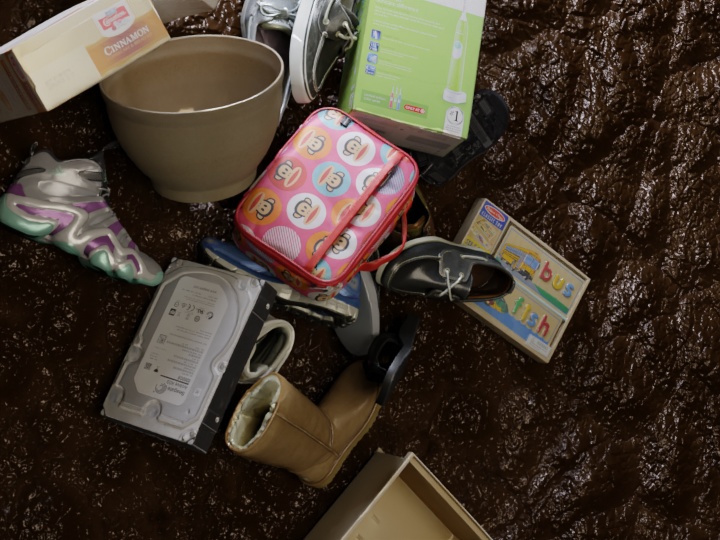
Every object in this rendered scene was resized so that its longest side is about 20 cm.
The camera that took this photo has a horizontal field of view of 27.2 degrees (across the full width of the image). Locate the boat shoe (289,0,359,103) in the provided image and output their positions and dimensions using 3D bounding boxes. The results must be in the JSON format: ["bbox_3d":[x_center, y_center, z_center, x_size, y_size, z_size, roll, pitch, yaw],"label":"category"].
[{"bbox_3d":[-0.036,-0.288,1.735,0.064,0.071,0.200,7,75,16],"label":"boat shoe"}]

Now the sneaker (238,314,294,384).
[{"bbox_3d":[-0.167,0.111,1.686,0.200,0.116,0.074,-39,110,-19],"label":"sneaker"}]

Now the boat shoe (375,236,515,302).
[{"bbox_3d":[0.104,0.005,1.795,0.200,0.068,0.072,3,119,-42],"label":"boat shoe"}]

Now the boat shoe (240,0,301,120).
[{"bbox_3d":[-0.102,-0.258,1.738,0.074,0.065,0.202,14,84,-28],"label":"boat shoe"}]

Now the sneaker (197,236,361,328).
[{"bbox_3d":[-0.092,-0.002,1.734,0.200,0.079,0.089,19,66,-6],"label":"sneaker"}]

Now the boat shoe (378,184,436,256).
[{"bbox_3d":[0.052,-0.055,1.807,0.072,0.068,0.200,-30,115,-8],"label":"boat shoe"}]

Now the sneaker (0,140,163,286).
[{"bbox_3d":[-0.285,-0.074,1.639,0.200,0.078,0.140,28,79,-26],"label":"sneaker"}]

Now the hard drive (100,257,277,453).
[{"bbox_3d":[-0.191,0.091,1.653,0.038,0.140,0.200,43,66,-54],"label":"hard drive"}]

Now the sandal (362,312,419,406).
[{"bbox_3d":[0.030,0.103,1.767,0.048,0.200,0.075,23,108,1],"label":"sandal"}]

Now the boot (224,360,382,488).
[{"bbox_3d":[-0.058,0.158,1.717,0.175,0.066,0.200,-65,149,-11],"label":"boot"}]

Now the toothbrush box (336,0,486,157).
[{"bbox_3d":[0.061,-0.254,1.781,0.145,0.086,0.200,12,76,-15],"label":"toothbrush box"}]

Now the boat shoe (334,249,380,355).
[{"bbox_3d":[-0.002,0.000,1.797,0.068,0.074,0.200,-13,88,-46],"label":"boat shoe"}]

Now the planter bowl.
[{"bbox_3d":[-0.180,-0.158,1.643,0.200,0.200,0.135,-20,125,-26],"label":"planter bowl"}]

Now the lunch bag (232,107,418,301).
[{"bbox_3d":[-0.030,-0.067,1.685,0.176,0.082,0.200,35,70,7],"label":"lunch bag"}]

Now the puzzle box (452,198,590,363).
[{"bbox_3d":[0.197,0.014,1.926,0.200,0.025,0.133,34,75,-24],"label":"puzzle box"}]

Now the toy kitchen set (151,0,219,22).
[{"bbox_3d":[-0.234,-0.394,1.599,0.200,0.180,0.163,34,75,-29],"label":"toy kitchen set"}]

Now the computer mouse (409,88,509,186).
[{"bbox_3d":[0.083,-0.170,1.852,0.200,0.046,0.140,-47,116,-7],"label":"computer mouse"}]

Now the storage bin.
[{"bbox_3d":[0.039,0.355,1.813,0.199,0.094,0.200,48,70,-20],"label":"storage bin"}]

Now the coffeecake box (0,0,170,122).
[{"bbox_3d":[-0.309,-0.226,1.553,0.153,0.200,0.073,-35,106,-22],"label":"coffeecake box"}]
